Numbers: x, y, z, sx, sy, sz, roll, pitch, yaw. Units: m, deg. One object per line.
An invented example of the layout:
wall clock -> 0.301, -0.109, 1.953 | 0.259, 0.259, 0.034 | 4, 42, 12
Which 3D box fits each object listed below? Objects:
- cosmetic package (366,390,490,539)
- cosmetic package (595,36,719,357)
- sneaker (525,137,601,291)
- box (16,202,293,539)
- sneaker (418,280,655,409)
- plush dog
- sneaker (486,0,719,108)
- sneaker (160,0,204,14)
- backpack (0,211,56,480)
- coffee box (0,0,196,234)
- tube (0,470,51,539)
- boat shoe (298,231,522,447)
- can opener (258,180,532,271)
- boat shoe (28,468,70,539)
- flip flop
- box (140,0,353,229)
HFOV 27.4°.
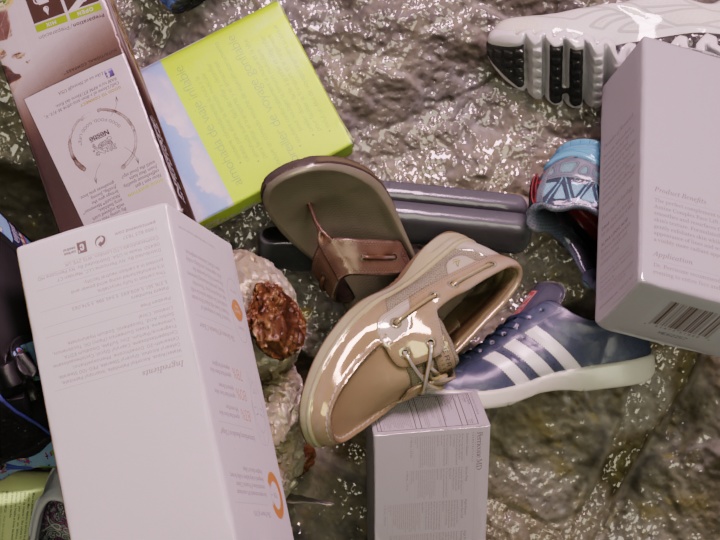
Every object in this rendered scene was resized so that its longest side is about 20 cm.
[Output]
cosmetic package -> 0.047, 0.184, 1.063 | 0.082, 0.051, 0.200 | -3, 118, -5
cosmetic package -> 0.221, -0.052, 1.013 | 0.102, 0.074, 0.200 | 15, 59, -12
sneaker -> 0.200, -0.002, 1.067 | 0.200, 0.079, 0.096 | 39, 52, 8
box -> -0.119, 0.078, 0.882 | 0.097, 0.124, 0.200 | -16, 76, 10
sneaker -> 0.116, 0.054, 1.095 | 0.200, 0.075, 0.085 | -9, 89, -13
plush dog -> -0.087, 0.071, 1.034 | 0.160, 0.200, 0.172 | -5, 106, -40
sneaker -> 0.193, -0.169, 1.096 | 0.200, 0.075, 0.081 | 4, 59, 2
sneaker -> -0.088, -0.279, 1.047 | 0.200, 0.077, 0.085 | -44, 93, -3
backpack -> -0.247, 0.052, 0.950 | 0.134, 0.200, 0.183 | -26, 65, 6
coffee box -> -0.178, -0.103, 0.975 | 0.080, 0.113, 0.200 | -21, 80, -3
tube -> -0.281, 0.171, 1.062 | 0.200, 0.058, 0.052 | 6, 60, -9
boat shoe -> 0.036, 0.049, 1.007 | 0.200, 0.065, 0.072 | -44, 138, -32
can opener -> 0.025, -0.035, 1.092 | 0.200, 0.053, 0.067 | 1, 127, -6
boat shoe -> -0.205, 0.218, 1.027 | 0.072, 0.069, 0.200 | 22, 120, 6
flip flop -> 0.000, 0.000, 1.045 | 0.081, 0.058, 0.200 | -23, 123, 11
box -> -0.119, -0.093, 1.055 | 0.200, 0.048, 0.122 | -28, 83, -4
